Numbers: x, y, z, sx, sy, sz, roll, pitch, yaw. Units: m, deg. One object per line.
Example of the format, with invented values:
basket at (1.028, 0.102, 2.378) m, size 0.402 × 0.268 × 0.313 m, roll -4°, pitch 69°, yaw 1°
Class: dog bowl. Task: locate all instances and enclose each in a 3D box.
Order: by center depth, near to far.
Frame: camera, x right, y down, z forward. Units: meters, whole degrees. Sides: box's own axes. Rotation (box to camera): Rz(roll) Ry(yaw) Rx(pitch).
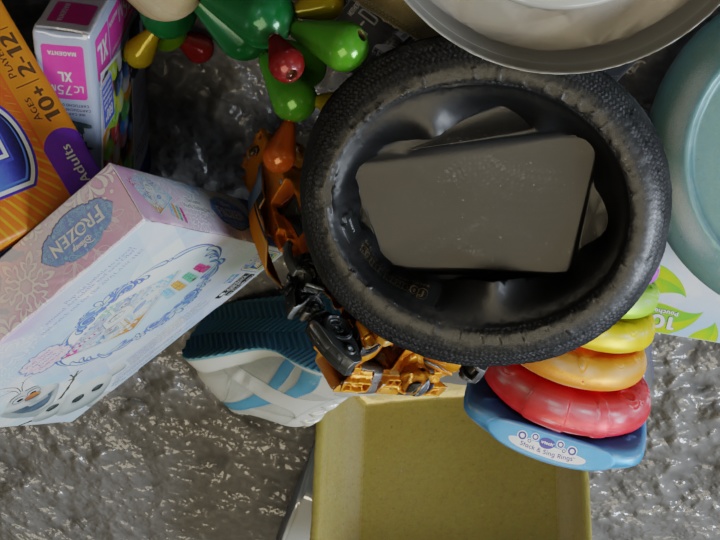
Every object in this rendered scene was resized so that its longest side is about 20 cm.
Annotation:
dog bowl at (0.094, -0.196, 0.633) m, size 0.198 × 0.059 × 0.202 m, roll 0°, pitch 112°, yaw 1°

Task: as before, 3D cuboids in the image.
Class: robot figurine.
robot figurine at (0.000, 0.000, 0.843) m, size 0.144 × 0.201 × 0.058 m, roll 6°, pitch 135°, yaw -33°

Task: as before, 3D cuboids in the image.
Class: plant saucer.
plant saucer at (0.268, -0.068, 0.809) m, size 0.198 × 0.027 × 0.203 m, roll 1°, pitch 99°, yaw 6°
plant saucer at (0.066, 0.153, 0.980) m, size 0.198 × 0.202 × 0.049 m, roll -6°, pitch 151°, yaw 15°

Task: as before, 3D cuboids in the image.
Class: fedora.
fedora at (0.069, -0.046, 0.764) m, size 0.198 × 0.092 × 0.203 m, roll 2°, pitch 108°, yaw 7°

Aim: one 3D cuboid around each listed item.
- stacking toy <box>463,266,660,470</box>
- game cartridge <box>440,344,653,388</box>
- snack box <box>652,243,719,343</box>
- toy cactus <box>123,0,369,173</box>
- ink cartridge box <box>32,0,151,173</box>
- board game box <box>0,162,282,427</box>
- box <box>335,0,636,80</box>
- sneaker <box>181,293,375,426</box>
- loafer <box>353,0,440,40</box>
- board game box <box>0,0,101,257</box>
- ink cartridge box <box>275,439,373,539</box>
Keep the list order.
stacking toy at (0.142, 0.009, 0.831) m, size 0.115 × 0.110 × 0.202 m, roll 17°, pitch 113°, yaw 6°
game cartridge at (0.095, 0.021, 0.932) m, size 0.198 × 0.038 × 0.131 m, roll 4°, pitch 127°, yaw 24°
snack box at (0.291, -0.013, 0.883) m, size 0.198 × 0.053 × 0.143 m, roll 9°, pitch 129°, yaw 5°
toy cactus at (-0.088, -0.138, 0.773) m, size 0.164 × 0.200 × 0.103 m, roll 29°, pitch 92°, yaw -41°
ink cartridge box at (-0.164, -0.090, 0.868) m, size 0.041 × 0.120 × 0.202 m, roll 7°, pitch 128°, yaw 2°
board game box at (-0.164, 0.023, 0.832) m, size 0.199 × 0.199 × 0.044 m, roll -38°, pitch 77°, yaw 13°
box at (0.092, -0.164, 0.809) m, size 0.157 × 0.050 × 0.200 m, roll 33°, pitch 125°, yaw -14°
sneaker at (-0.033, 0.065, 0.974) m, size 0.199 × 0.077 × 0.081 m, roll -2°, pitch 134°, yaw 42°
loafer at (0.005, -0.180, 0.747) m, size 0.200 × 0.067 × 0.076 m, roll 40°, pitch 123°, yaw 10°
board game box at (-0.305, -0.060, 0.790) m, size 0.201 × 0.199 × 0.200 m, roll 59°, pitch 144°, yaw -1°
ink cartridge box at (0.034, 0.223, 1.090) m, size 0.198 × 0.084 × 0.147 m, roll 19°, pitch 128°, yaw -4°
